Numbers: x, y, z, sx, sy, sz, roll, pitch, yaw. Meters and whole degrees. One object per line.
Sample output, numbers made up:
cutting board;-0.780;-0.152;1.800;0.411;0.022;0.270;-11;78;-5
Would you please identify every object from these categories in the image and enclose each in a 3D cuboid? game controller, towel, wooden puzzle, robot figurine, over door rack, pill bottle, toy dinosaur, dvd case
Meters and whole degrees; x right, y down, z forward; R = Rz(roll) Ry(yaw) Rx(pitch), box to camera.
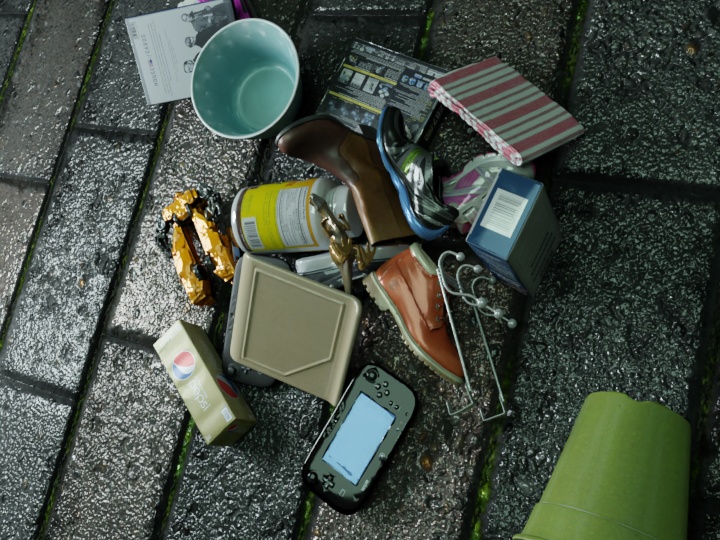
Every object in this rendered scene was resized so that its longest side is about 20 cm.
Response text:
game controller;-0.160;0.078;1.116;0.102;0.042;0.206;8;91;28
towel;0.208;-0.231;1.020;0.144;0.030;0.200;-26;59;-29
wooden puzzle;-0.097;0.085;1.042;0.196;0.037;0.189;23;121;15
robot figurine;-0.274;-0.048;1.210;0.143;0.058;0.203;-32;66;13
game controller;0.000;0.237;1.007;0.103;0.042;0.203;30;90;28
over door rack;0.158;0.088;0.927;0.065;0.147;0.205;-11;71;26
pill bottle;-0.095;-0.084;1.110;0.195;0.109;0.112;-3;74;23
toy dinosaur;-0.021;-0.016;1.014;0.059;0.106;0.205;-15;95;-22
dvd case;-0.305;-0.388;1.266;0.195;0.025;0.154;-8;110;7

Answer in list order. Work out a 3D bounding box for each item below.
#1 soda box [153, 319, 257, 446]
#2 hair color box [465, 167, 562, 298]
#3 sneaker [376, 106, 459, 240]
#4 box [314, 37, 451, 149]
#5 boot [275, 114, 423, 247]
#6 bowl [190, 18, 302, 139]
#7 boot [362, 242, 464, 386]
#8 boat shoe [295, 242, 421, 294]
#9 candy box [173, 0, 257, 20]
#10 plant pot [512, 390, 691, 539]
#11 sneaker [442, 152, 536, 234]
soda box;-0.248;0.177;1.129;0.064;0.068;0.201;-41;64;9
hair color box;0.202;-0.042;0.911;0.060;0.200;0.102;26;86;27
sneaker;0.082;-0.143;0.995;0.082;0.070;0.203;-29;70;21
box;0.037;-0.265;1.135;0.197;0.049;0.164;27;87;28
boot;-0.016;-0.115;1.006;0.068;0.185;0.204;-40;59;38
bowl;-0.176;-0.306;1.202;0.196;0.105;0.207;-2;82;17
boot;0.099;0.059;0.989;0.107;0.075;0.202;-38;77;9
boat shoe;0.000;0.000;1.069;0.195;0.072;0.070;-11;98;10
candy box;-0.289;-0.445;1.325;0.197;0.061;0.139;-30;68;14
plant pot;0.296;0.251;0.813;0.196;0.201;0.193;13;68;26
sneaker;0.161;-0.101;1.021;0.196;0.081;0.090;-20;69;27
